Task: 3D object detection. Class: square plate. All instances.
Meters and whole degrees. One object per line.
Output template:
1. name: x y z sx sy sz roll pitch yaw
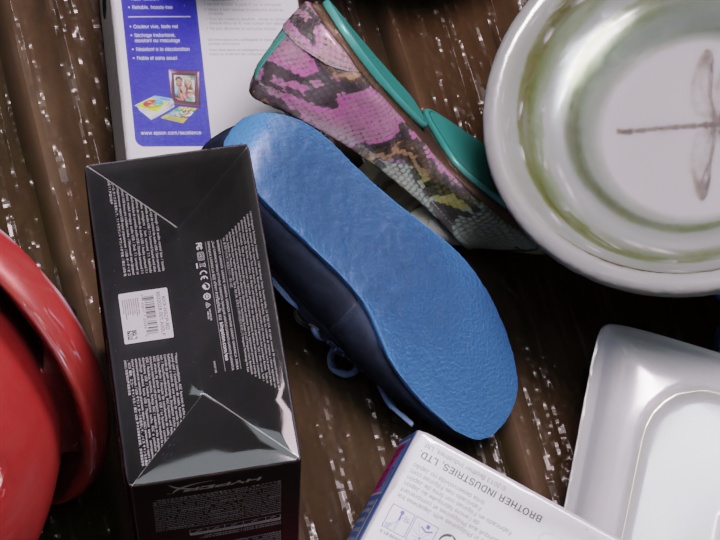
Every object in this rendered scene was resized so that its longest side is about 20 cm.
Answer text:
1. square plate: 0.191 0.142 1.309 0.199 0.028 0.199 14 81 -6

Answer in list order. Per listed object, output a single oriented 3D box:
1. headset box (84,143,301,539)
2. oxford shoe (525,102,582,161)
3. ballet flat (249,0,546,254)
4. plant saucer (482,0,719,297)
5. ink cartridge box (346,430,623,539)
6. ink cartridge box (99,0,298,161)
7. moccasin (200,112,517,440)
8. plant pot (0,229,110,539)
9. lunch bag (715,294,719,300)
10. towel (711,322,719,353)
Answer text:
1. headset box: -0.073 0.057 1.225 0.075 0.200 0.149 -8 65 -5
2. oxford shoe: 0.117 -0.107 1.398 0.075 0.070 0.200 41 42 -24
3. ballet flat: 0.017 -0.055 1.355 0.200 0.071 0.069 39 16 -38
4. plant saucer: 0.159 -0.072 1.304 0.199 0.050 0.201 -6 63 13
5. ink cartridge box: 0.033 0.191 1.234 0.136 0.076 0.201 28 79 1
6. ink cartridge box: -0.078 -0.107 1.392 0.099 0.039 0.201 -1 66 -14
7. moccasin: 0.000 0.000 1.329 0.081 0.068 0.200 -48 110 -29
8. plant pot: -0.218 0.076 1.184 0.200 0.201 0.182 41 55 8
9. lunch bag: 0.254 -0.037 1.335 0.200 0.076 0.160 -43 62 -11
10. towel: 0.266 0.087 1.372 0.199 0.049 0.112 9 72 -7
